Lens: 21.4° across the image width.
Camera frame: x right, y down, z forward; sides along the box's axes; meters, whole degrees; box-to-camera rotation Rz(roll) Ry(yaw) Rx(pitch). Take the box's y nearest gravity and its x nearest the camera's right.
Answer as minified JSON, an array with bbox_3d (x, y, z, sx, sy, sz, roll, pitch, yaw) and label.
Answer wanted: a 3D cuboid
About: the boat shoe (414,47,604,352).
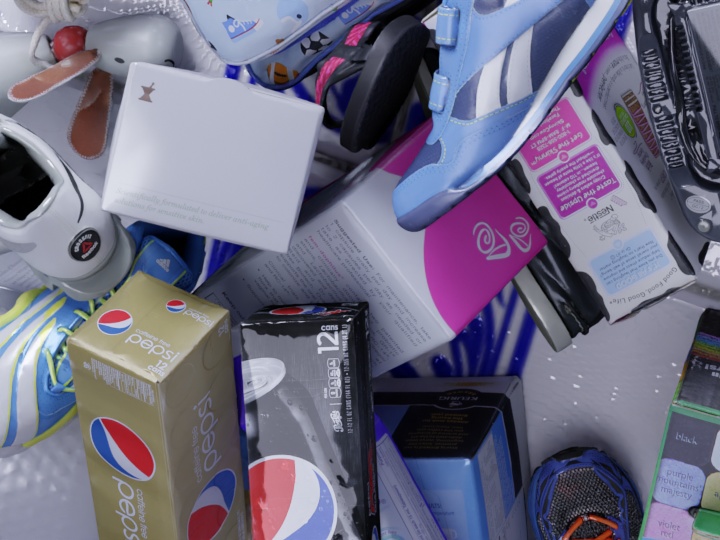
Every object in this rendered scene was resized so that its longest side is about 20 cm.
[{"bbox_3d":[0.097,-0.053,1.144,0.066,0.075,0.200,-28,85,0],"label":"boat shoe"}]

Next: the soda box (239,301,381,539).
[{"bbox_3d":[-0.024,0.120,1.032,0.063,0.071,0.201,-3,96,8],"label":"soda box"}]

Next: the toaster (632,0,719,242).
[{"bbox_3d":[0.216,-0.121,1.043,0.113,0.129,0.201,-12,106,21],"label":"toaster"}]

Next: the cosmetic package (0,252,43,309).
[{"bbox_3d":[-0.201,0.051,1.275,0.199,0.074,0.102,12,112,12],"label":"cosmetic package"}]

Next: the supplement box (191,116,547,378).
[{"bbox_3d":[0.000,0.000,1.129,0.104,0.101,0.200,51,146,-5],"label":"supplement box"}]

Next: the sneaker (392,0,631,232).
[{"bbox_3d":[0.069,-0.110,0.978,0.082,0.074,0.200,36,105,0],"label":"sneaker"}]

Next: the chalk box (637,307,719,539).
[{"bbox_3d":[0.229,0.124,1.091,0.124,0.200,0.125,15,114,12],"label":"chalk box"}]

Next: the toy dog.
[{"bbox_3d":[-0.216,-0.107,1.198,0.199,0.132,0.097,-15,67,29],"label":"toy dog"}]

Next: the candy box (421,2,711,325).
[{"bbox_3d":[0.125,-0.085,1.083,0.061,0.136,0.201,-30,98,25],"label":"candy box"}]

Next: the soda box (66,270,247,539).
[{"bbox_3d":[-0.112,0.100,1.083,0.064,0.068,0.201,23,138,23],"label":"soda box"}]

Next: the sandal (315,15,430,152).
[{"bbox_3d":[0.000,-0.104,1.055,0.045,0.200,0.075,35,88,1],"label":"sandal"}]

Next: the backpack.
[{"bbox_3d":[-0.039,-0.218,1.086,0.200,0.154,0.191,-31,88,28],"label":"backpack"}]

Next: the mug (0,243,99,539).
[{"bbox_3d":[-0.218,0.074,1.183,0.174,0.148,0.201,18,83,-2],"label":"mug"}]

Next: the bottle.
[{"bbox_3d":[-0.018,0.117,1.100,0.083,0.065,0.201,-27,93,16],"label":"bottle"}]

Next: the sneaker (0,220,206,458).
[{"bbox_3d":[-0.158,0.024,1.096,0.076,0.200,0.105,44,135,-2],"label":"sneaker"}]

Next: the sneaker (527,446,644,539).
[{"bbox_3d":[0.157,0.204,1.204,0.075,0.078,0.201,-17,108,1],"label":"sneaker"}]

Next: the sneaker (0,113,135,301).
[{"bbox_3d":[-0.214,-0.062,1.087,0.199,0.089,0.074,28,74,34],"label":"sneaker"}]

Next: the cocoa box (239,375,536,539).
[{"bbox_3d":[0.000,0.151,1.214,0.199,0.131,0.134,-2,109,18],"label":"cocoa box"}]

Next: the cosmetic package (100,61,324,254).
[{"bbox_3d":[-0.088,-0.069,1.080,0.107,0.200,0.085,14,95,-7],"label":"cosmetic package"}]
